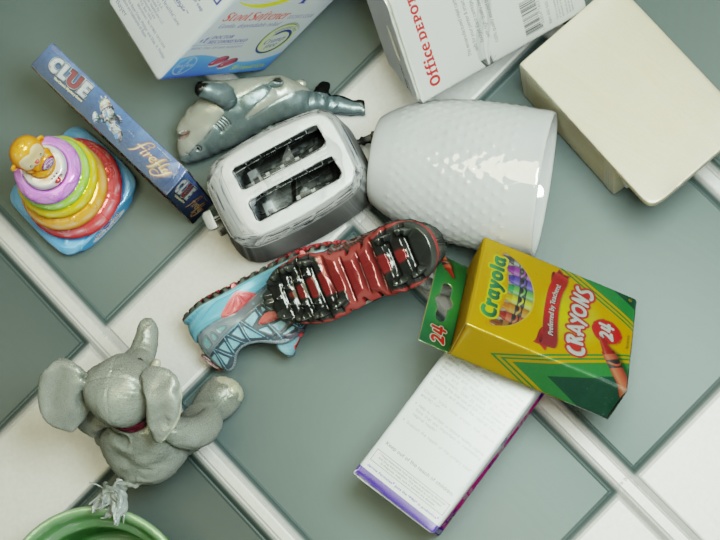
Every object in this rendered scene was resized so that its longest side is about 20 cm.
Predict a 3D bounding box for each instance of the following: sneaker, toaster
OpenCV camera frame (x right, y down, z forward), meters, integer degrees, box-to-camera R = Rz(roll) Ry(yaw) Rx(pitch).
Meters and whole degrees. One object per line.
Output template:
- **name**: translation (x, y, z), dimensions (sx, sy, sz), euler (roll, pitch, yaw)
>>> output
- **sneaker**: translation (0.000, 0.000, 1.631), dimensions (0.199, 0.098, 0.071), euler (-20, 91, 27)
- **toaster**: translation (-0.065, -0.090, 1.688), dimensions (0.199, 0.129, 0.114), euler (-26, 85, 3)
- **sneaker**: translation (-0.078, 0.038, 1.711), dimensions (0.199, 0.079, 0.096), euler (-27, 92, 7)

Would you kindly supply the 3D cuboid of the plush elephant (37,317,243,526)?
- **plush elephant**: translation (-0.221, 0.125, 1.625), dimensions (0.163, 0.156, 0.201), euler (10, 41, 11)

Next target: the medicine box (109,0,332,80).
- **medicine box**: translation (-0.117, -0.295, 1.673), dimensions (0.200, 0.182, 0.103), euler (-40, 76, 33)

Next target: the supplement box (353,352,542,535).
- **supplement box**: translation (0.095, 0.153, 1.646), dimensions (0.103, 0.101, 0.201), euler (35, 86, 11)

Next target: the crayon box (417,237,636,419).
- **crayon box**: translation (0.162, 0.049, 1.593), dimensions (0.198, 0.051, 0.128), euler (21, 44, -6)

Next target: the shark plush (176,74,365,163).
- **shark plush**: translation (-0.098, -0.165, 1.765), dimensions (0.198, 0.091, 0.084), euler (-8, 99, -16)

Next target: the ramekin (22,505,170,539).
- **ramekin**: translation (-0.254, 0.338, 1.653), dimensions (0.198, 0.098, 0.202), euler (-1, 80, 7)

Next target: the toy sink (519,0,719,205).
- **toy sink**: translation (0.274, -0.163, 1.679), dimensions (0.130, 0.112, 0.200), euler (-41, 75, -2)

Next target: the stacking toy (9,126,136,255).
- **stacking toy**: translation (-0.312, -0.099, 1.687), dimensions (0.110, 0.200, 0.116), euler (42, 86, 12)

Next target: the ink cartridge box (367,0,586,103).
- **ink cartridge box**: translation (0.108, -0.281, 1.634), dimensions (0.199, 0.147, 0.083), euler (-29, 46, -7)

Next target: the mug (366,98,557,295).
- **mug**: translation (0.097, -0.074, 1.674), dimensions (0.174, 0.148, 0.202), euler (10, 103, 11)

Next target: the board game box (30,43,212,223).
- **board game box**: translation (-0.244, -0.140, 1.721), dimensions (0.200, 0.136, 0.035), euler (43, 87, 11)
